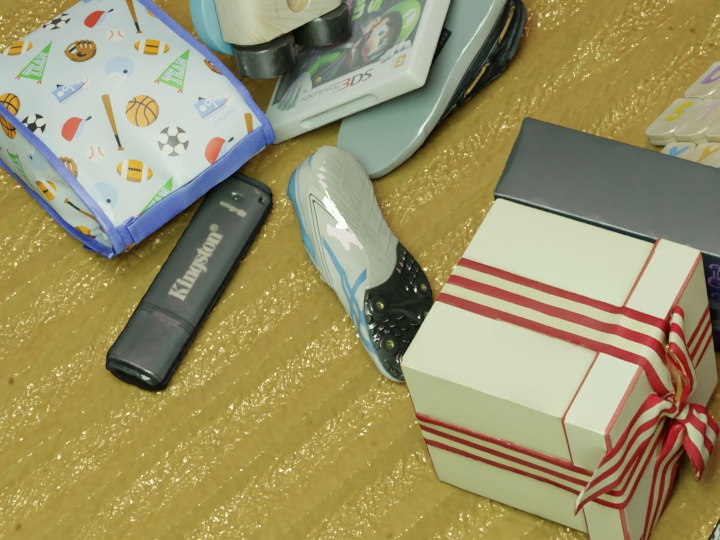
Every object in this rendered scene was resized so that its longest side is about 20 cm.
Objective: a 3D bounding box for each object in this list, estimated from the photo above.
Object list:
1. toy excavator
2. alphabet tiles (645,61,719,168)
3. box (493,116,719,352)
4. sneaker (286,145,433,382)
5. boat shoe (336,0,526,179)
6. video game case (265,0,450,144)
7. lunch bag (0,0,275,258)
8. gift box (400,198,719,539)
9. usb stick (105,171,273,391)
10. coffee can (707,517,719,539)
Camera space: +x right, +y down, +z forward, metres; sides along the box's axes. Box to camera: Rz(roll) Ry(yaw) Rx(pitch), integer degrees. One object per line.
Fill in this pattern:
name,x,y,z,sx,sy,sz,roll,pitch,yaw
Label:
toy excavator,-0.088,-0.247,1.763,0.199,0.100,0.194,17,38,43
alphabet tiles,0.306,-0.130,1.664,0.195,0.015,0.200,-42,21,-19
box,0.206,-0.023,1.608,0.199,0.141,0.079,16,60,16
sneaker,0.000,0.000,1.669,0.072,0.073,0.201,-9,65,-34
boat shoe,0.065,-0.151,1.752,0.071,0.091,0.201,39,96,26
video game case,0.008,-0.209,1.751,0.181,0.023,0.201,-17,45,45
lunch bag,-0.189,-0.111,1.717,0.170,0.124,0.200,-39,55,-19
gift box,0.151,0.091,1.526,0.186,0.185,0.201,16,64,25
usb stick,-0.133,0.007,1.687,0.055,0.033,0.201,20,62,18
coffee can,0.319,0.182,1.464,0.146,0.147,0.200,25,63,20
